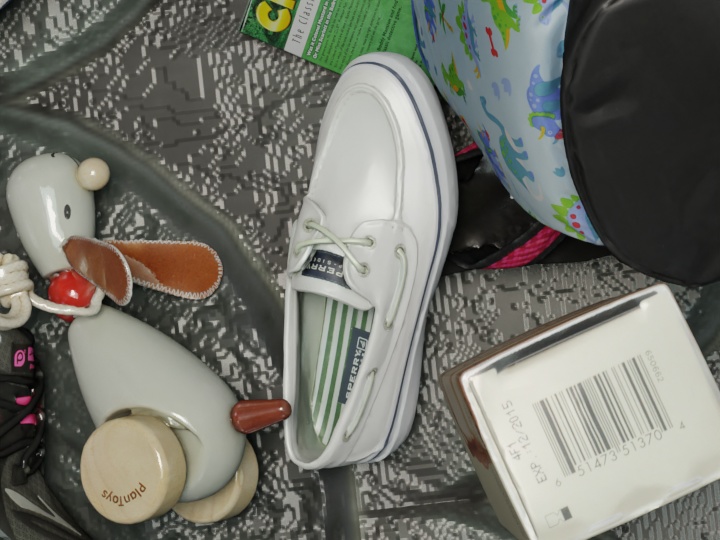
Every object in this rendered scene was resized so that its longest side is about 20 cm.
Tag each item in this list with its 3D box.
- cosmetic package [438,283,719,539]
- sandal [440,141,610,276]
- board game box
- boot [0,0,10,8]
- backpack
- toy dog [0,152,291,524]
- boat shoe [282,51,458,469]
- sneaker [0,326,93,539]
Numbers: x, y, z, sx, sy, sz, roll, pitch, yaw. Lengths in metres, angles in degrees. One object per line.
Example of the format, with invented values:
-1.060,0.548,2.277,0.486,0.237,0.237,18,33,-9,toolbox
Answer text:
0.099,0.066,1.040,0.103,0.200,0.088,-25,87,-3,cosmetic package
0.066,-0.032,1.088,0.198,0.045,0.076,-17,87,21,sandal
0.017,-0.178,1.079,0.104,0.024,0.201,22,127,0,board game box
-0.180,-0.184,1.122,0.095,0.074,0.200,42,96,-4,boot
0.098,-0.104,0.989,0.152,0.201,0.164,-11,127,5,backpack
-0.098,0.028,1.088,0.096,0.132,0.201,-29,98,21,toy dog
0.000,0.000,1.078,0.073,0.067,0.202,9,105,32,boat shoe
-0.184,0.069,1.101,0.083,0.077,0.201,-35,89,2,sneaker
